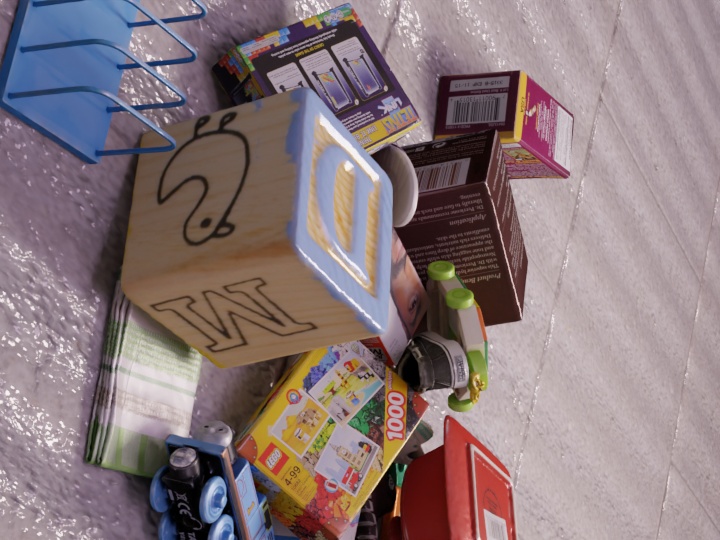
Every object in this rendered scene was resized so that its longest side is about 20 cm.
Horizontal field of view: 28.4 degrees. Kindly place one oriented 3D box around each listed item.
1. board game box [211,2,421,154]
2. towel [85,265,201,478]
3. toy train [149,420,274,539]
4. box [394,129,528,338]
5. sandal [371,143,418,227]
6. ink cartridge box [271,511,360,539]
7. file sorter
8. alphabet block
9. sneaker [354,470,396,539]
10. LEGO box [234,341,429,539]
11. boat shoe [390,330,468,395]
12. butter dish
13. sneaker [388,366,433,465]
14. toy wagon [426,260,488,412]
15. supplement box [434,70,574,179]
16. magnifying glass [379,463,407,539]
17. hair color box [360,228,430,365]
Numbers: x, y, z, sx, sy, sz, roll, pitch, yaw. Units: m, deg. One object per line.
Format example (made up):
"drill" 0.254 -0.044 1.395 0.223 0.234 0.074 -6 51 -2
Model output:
"board game box" -0.046 -0.195 1.593 0.199 0.057 0.166 -30 89 -44
"towel" -0.206 0.108 1.440 0.149 0.030 0.202 26 68 -55
"toy train" -0.152 0.244 1.463 0.114 0.086 0.201 -57 146 -46
"box" 0.112 -0.046 1.808 0.165 0.165 0.201 -73 150 -60
"sandal" 0.034 -0.114 1.697 0.049 0.203 0.083 12 112 -29
"ink cartridge box" -0.054 0.267 1.657 0.116 0.067 0.202 42 54 -51
"file sorter" -0.228 -0.221 1.319 0.139 0.122 0.202 35 61 -53
"alphabet block" -0.097 -0.037 1.426 0.196 0.199 0.197 46 38 -48
"sneaker" 0.009 0.315 1.758 0.115 0.075 0.202 30 64 -59
"LEGO box" -0.040 0.182 1.577 0.149 0.077 0.200 41 57 -6
"boat shoe" 0.069 0.110 1.665 0.200 0.063 0.071 159 -79 -78
"butter dish" 0.104 0.312 1.759 0.200 0.147 0.201 44 35 -48
"sneaker" 0.049 0.179 1.754 0.075 0.088 0.201 -52 153 -24
"toy wagon" 0.117 0.089 1.675 0.200 0.039 0.156 -121 -156 -58
"supplement box" 0.210 -0.205 2.043 0.200 0.130 0.104 26 68 -57
"magnifying glass" 0.049 0.264 1.873 0.079 0.022 0.202 29 68 -56
"hair color box" 0.000 0.000 1.621 0.111 0.064 0.201 -59 135 -37
